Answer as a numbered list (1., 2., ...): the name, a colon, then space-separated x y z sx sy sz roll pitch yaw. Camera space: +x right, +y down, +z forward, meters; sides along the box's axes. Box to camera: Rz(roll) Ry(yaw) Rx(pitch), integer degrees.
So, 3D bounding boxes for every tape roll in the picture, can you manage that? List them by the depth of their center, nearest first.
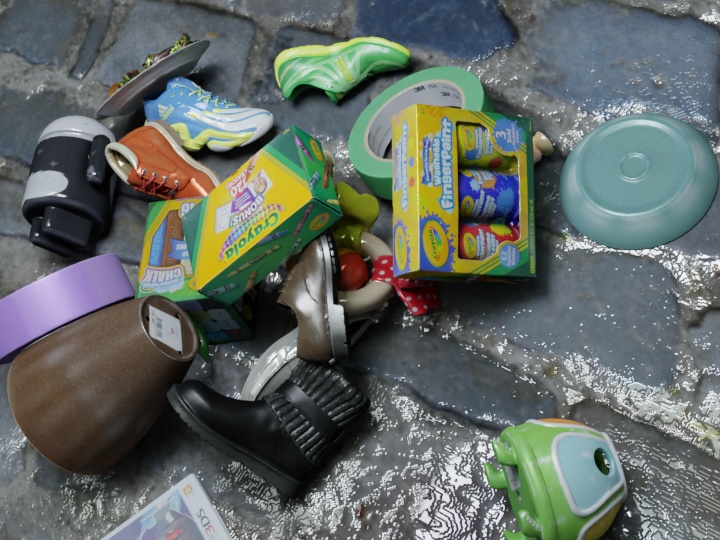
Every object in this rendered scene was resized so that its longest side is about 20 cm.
1. tape roll: -0.395 0.051 1.708 0.199 0.200 0.066 -27 87 4
2. tape roll: 0.080 -0.182 1.722 0.199 0.048 0.201 -20 42 19

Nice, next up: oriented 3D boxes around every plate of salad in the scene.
1. plate of salad: -0.304 -0.281 1.881 0.199 0.200 0.048 -34 92 -1

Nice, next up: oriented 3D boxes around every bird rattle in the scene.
1. bird rattle: 0.000 0.000 1.640 0.162 0.113 0.200 -32 66 -24

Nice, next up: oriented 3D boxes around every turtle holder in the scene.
1. turtle holder: 0.221 0.246 1.407 0.131 0.142 0.186 -15 47 -8

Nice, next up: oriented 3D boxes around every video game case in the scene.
1. video game case: -0.241 0.372 1.576 0.199 0.023 0.183 -36 56 -2

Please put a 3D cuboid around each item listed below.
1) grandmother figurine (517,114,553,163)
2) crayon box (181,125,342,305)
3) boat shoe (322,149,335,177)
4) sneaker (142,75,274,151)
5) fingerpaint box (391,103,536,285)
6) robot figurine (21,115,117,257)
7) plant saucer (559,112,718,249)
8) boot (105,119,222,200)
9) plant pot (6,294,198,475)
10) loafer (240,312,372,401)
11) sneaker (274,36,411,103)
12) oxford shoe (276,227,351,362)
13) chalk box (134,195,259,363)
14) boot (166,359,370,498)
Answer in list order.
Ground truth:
1. grandmother figurine: 0.148 -0.118 1.689 0.200 0.061 0.121 -40 47 -7
2. crayon box: -0.121 -0.064 1.568 0.200 0.058 0.119 -37 50 24
3. boat shoe: -0.064 -0.129 1.695 0.072 0.200 0.076 39 72 0
4. sneaker: -0.225 -0.225 1.851 0.198 0.106 0.076 -8 30 17
5. fingerpaint box: 0.125 -0.090 1.579 0.165 0.073 0.202 4 81 -25
6. robot figurine: -0.409 -0.122 1.861 0.149 0.125 0.202 -2 61 15
7. plant saucer: 0.343 -0.122 1.630 0.198 0.036 0.202 -9 60 15
8. boot: -0.264 -0.118 1.795 0.200 0.075 0.107 44 41 19
9. plant pot: -0.297 0.121 1.600 0.200 0.186 0.188 -37 52 28
10. loafer: -0.068 0.110 1.631 0.200 0.070 0.070 -47 49 -10
11. sneaker: -0.022 -0.280 1.846 0.198 0.074 0.084 -7 84 13
12. oxford shoe: -0.063 0.011 1.557 0.084 0.073 0.202 -8 69 6
13. chalk box: -0.210 0.019 1.703 0.123 0.125 0.202 -5 59 17
14. boot: -0.109 0.153 1.563 0.210 0.079 0.158 36 91 -10
